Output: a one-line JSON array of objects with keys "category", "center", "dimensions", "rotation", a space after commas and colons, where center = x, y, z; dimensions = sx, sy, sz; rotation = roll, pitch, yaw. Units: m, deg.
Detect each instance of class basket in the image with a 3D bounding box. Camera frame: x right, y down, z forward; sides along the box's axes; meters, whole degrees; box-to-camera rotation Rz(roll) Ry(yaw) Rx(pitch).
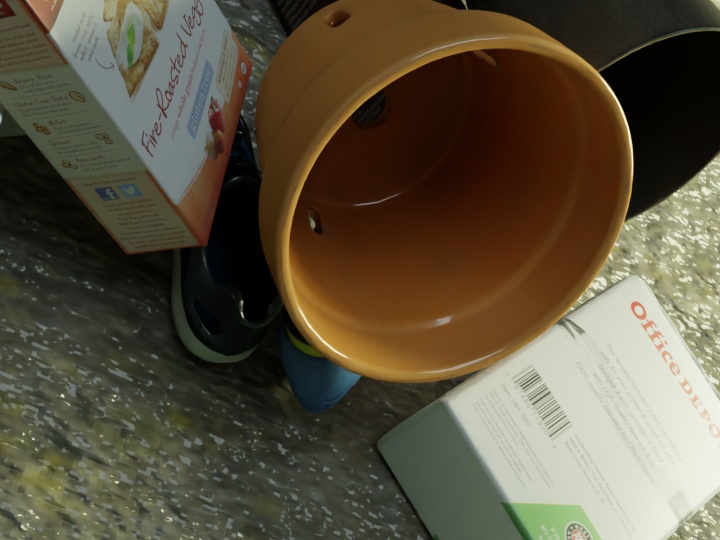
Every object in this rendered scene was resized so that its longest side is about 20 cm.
[{"category": "basket", "center": [0.138, -0.154, 0.875], "dimensions": [0.135, 0.181, 0.201], "rotation": [13, 44, -34]}]

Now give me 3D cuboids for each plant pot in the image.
[{"category": "plant pot", "center": [0.028, -0.060, 0.746], "dimensions": [0.198, 0.202, 0.140], "rotation": [8, 28, -29]}]

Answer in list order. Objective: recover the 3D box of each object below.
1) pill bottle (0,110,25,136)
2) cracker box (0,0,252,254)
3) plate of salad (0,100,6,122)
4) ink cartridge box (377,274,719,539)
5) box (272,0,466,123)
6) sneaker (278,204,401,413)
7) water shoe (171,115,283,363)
[{"category": "pill bottle", "center": [-0.206, -0.187, 0.782], "dimensions": [0.115, 0.116, 0.202], "rotation": [7, 63, -29]}, {"category": "cracker box", "center": [-0.130, -0.121, 0.709], "dimensions": [0.200, 0.057, 0.135], "rotation": [57, 35, -48]}, {"category": "plate of salad", "center": [-0.271, -0.100, 0.681], "dimensions": [0.198, 0.048, 0.202], "rotation": [-2, 77, 7]}, {"category": "ink cartridge box", "center": [0.132, 0.112, 0.861], "dimensions": [0.199, 0.084, 0.147], "rotation": [-27, 82, -39]}, {"category": "box", "center": [0.004, -0.184, 0.944], "dimensions": [0.100, 0.075, 0.201], "rotation": [-21, 80, -38]}, {"category": "sneaker", "center": [0.000, 0.000, 0.854], "dimensions": [0.065, 0.079, 0.201], "rotation": [16, 49, 11]}, {"category": "water shoe", "center": [-0.078, -0.048, 0.815], "dimensions": [0.071, 0.079, 0.202], "rotation": [1, 65, -32]}]
